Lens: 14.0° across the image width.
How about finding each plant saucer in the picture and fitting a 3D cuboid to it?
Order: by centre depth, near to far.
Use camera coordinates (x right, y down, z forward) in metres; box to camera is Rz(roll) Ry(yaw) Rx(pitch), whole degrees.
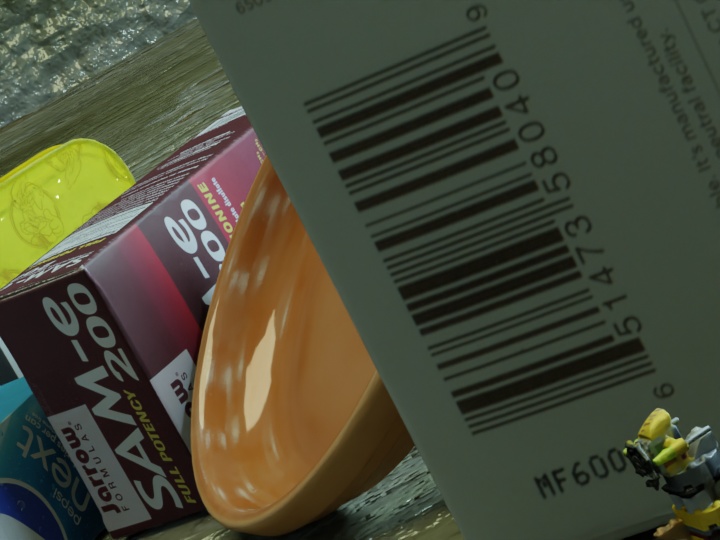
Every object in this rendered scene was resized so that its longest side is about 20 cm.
[{"bbox_3d":[0.000,0.000,1.025,0.200,0.037,0.200,-51,27,39],"label":"plant saucer"}]

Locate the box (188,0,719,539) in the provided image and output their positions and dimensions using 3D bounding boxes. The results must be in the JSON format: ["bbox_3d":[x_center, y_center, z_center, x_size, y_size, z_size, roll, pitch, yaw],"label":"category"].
[{"bbox_3d":[0.098,-0.056,0.840,0.200,0.199,0.171,-22,13,26],"label":"box"}]

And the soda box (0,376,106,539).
[{"bbox_3d":[-0.160,0.108,1.109,0.068,0.064,0.200,-23,13,29],"label":"soda box"}]

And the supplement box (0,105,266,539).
[{"bbox_3d":[-0.055,0.009,1.174,0.061,0.109,0.200,-20,15,36],"label":"supplement box"}]

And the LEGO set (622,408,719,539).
[{"bbox_3d":[0.136,0.013,0.634,0.154,0.116,0.200,-30,11,-6],"label":"LEGO set"}]

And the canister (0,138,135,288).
[{"bbox_3d":[-0.237,0.005,1.727,0.200,0.087,0.149,-20,14,46],"label":"canister"}]

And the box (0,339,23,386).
[{"bbox_3d":[-0.099,0.020,1.310,0.200,0.082,0.049,-34,11,-28],"label":"box"}]
